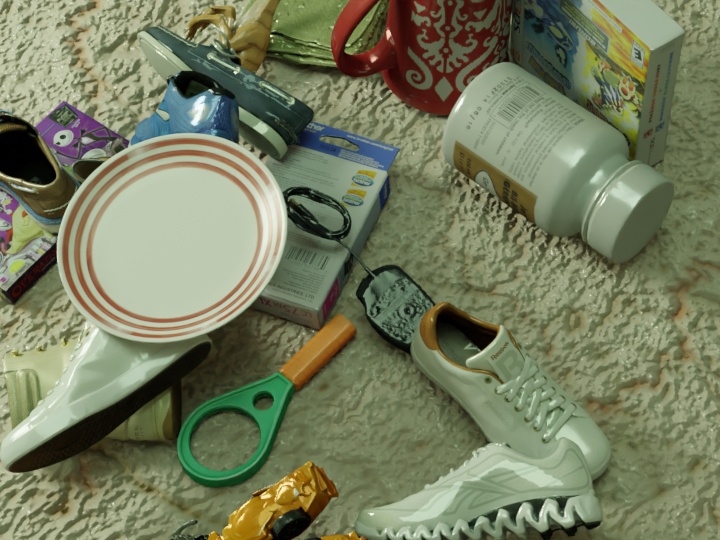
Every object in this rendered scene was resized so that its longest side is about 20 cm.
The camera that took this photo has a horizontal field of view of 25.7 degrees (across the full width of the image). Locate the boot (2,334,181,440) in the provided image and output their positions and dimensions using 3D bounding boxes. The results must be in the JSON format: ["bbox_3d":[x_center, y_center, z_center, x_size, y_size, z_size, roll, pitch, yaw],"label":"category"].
[{"bbox_3d":[-0.241,0.062,1.406,0.155,0.073,0.200,-6,66,0],"label":"boot"}]

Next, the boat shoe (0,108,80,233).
[{"bbox_3d":[-0.335,-0.118,1.505,0.200,0.072,0.072,34,65,26],"label":"boat shoe"}]

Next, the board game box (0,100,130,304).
[{"bbox_3d":[-0.313,-0.070,1.531,0.120,0.032,0.200,29,63,26],"label":"board game box"}]

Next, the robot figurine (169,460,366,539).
[{"bbox_3d":[-0.089,0.252,1.250,0.200,0.058,0.145,-37,59,5],"label":"robot figurine"}]

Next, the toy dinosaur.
[{"bbox_3d":[-0.114,-0.241,1.593,0.106,0.060,0.200,24,89,7],"label":"toy dinosaur"}]

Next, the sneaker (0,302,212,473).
[{"bbox_3d":[-0.228,0.091,1.323,0.200,0.073,0.085,-35,73,-21],"label":"sneaker"}]

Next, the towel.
[{"bbox_3d":[-0.033,-0.294,1.650,0.148,0.037,0.200,14,61,15],"label":"towel"}]

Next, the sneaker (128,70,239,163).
[{"bbox_3d":[-0.156,-0.137,1.470,0.078,0.200,0.089,13,88,-28],"label":"sneaker"}]

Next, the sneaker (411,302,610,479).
[{"bbox_3d":[0.126,0.102,1.324,0.200,0.085,0.073,36,66,12],"label":"sneaker"}]

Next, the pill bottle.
[{"bbox_3d":[0.182,-0.096,1.452,0.200,0.114,0.114,37,66,26],"label":"pill bottle"}]

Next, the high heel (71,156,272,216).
[{"bbox_3d":[-0.165,-0.065,1.400,0.200,0.142,0.072,3,75,56],"label":"high heel"}]

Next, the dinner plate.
[{"bbox_3d":[-0.158,-0.026,1.334,0.200,0.024,0.201,-4,61,8],"label":"dinner plate"}]

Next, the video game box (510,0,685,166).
[{"bbox_3d":[0.217,-0.214,1.487,0.047,0.182,0.200,-32,59,-14],"label":"video game box"}]

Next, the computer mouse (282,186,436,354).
[{"bbox_3d":[0.000,0.000,1.424,0.059,0.034,0.200,-39,81,-17],"label":"computer mouse"}]

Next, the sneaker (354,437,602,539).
[{"bbox_3d":[0.093,0.185,1.282,0.200,0.075,0.081,-8,75,2],"label":"sneaker"}]

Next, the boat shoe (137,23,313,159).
[{"bbox_3d":[-0.132,-0.184,1.518,0.200,0.075,0.062,36,75,26],"label":"boat shoe"}]

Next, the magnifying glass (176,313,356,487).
[{"bbox_3d":[-0.080,0.112,1.391,0.080,0.022,0.200,36,65,25],"label":"magnifying glass"}]

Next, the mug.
[{"bbox_3d":[0.073,-0.249,1.504,0.133,0.200,0.177,40,65,20],"label":"mug"}]

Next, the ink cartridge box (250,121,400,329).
[{"bbox_3d":[-0.051,-0.048,1.484,0.119,0.042,0.200,17,62,17],"label":"ink cartridge box"}]
